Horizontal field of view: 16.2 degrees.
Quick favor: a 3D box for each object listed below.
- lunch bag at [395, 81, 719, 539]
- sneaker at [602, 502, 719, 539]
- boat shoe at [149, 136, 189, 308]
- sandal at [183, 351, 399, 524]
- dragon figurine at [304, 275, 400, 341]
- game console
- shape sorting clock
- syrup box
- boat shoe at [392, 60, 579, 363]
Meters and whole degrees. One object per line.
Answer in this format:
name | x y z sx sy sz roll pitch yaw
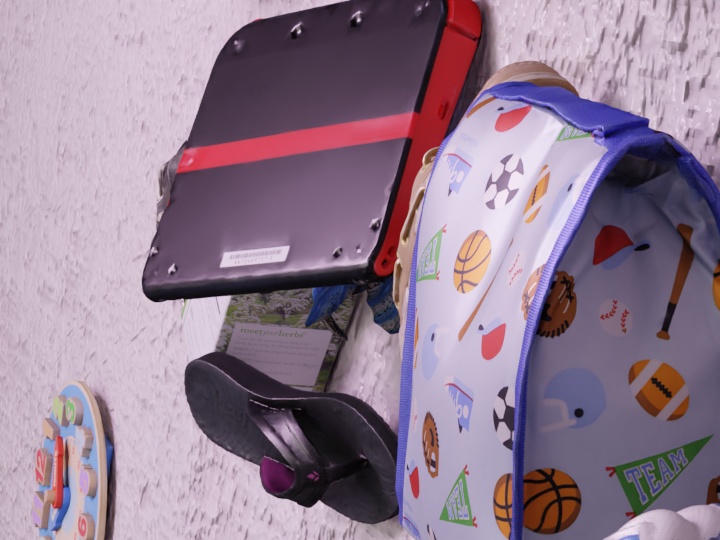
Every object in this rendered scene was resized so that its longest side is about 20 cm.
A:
lunch bag | 0.088 0.030 1.026 0.170 0.123 0.201 -148 56 -71
sneaker | 0.141 0.138 0.789 0.200 0.146 0.081 -123 41 -62
boat shoe | -0.103 -0.010 1.683 0.064 0.071 0.200 -34 37 25
sandal | -0.044 0.101 1.437 0.200 0.048 0.076 16 124 49
dragon figurine | 0.000 0.000 1.402 0.200 0.059 0.100 115 153 -45
game console | -0.027 -0.066 1.366 0.200 0.031 0.177 -6 60 47
shape sorting clock | -0.250 0.194 2.162 0.200 0.039 0.201 -176 90 -72
syrup box | -0.045 -0.013 1.511 0.082 0.078 0.200 -105 26 -46
boat shoe | 0.052 -0.028 1.224 0.069 0.073 0.200 -112 30 -43
